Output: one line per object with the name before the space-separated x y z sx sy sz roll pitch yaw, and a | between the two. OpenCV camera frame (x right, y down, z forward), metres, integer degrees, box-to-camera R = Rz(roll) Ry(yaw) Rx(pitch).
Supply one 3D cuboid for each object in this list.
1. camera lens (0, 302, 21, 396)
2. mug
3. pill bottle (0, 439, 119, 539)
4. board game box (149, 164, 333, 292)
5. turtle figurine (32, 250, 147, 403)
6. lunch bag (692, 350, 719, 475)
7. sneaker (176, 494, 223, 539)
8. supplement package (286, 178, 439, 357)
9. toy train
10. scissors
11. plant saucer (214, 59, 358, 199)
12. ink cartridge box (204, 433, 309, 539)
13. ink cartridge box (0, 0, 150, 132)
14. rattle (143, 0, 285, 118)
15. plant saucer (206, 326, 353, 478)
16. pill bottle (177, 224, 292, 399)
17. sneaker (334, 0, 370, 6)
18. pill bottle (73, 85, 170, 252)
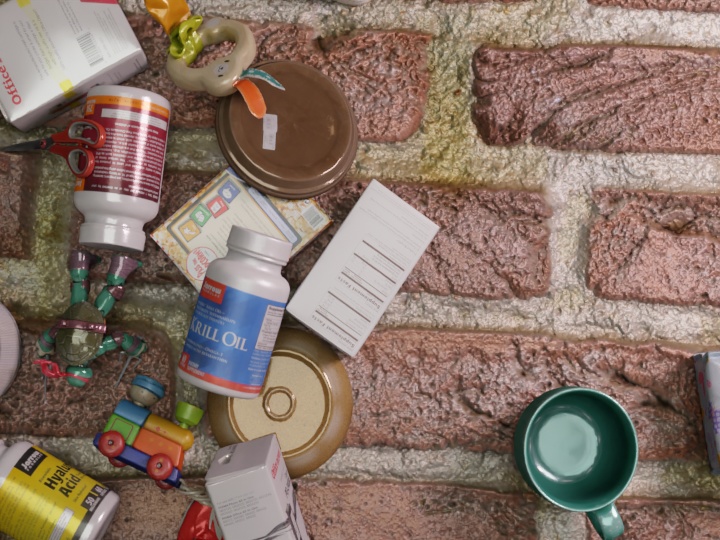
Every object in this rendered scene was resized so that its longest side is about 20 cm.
camera lens | -0.520 0.099 1.445 0.157 0.200 0.163 0 86 -2
mug | 0.272 0.245 1.507 0.149 0.114 0.189 9 86 -2
pill bottle | -0.417 0.289 1.479 0.198 0.111 0.113 29 85 0
board game box | -0.157 -0.055 1.548 0.199 0.046 0.152 -41 88 -4
turtle figurine | -0.351 0.079 1.510 0.147 0.101 0.204 10 80 -1
lunch bag | 0.552 0.179 1.519 0.196 0.127 0.173 -9 84 7
sneaker | -0.216 0.384 1.492 0.076 0.085 0.203 20 85 -1
supplement package | 0.000 0.000 1.516 0.109 0.114 0.201 34 84 -1
toy train | -0.235 0.224 1.504 0.197 0.085 0.117 23 72 7
scissors | -0.401 -0.171 1.509 0.198 0.014 0.074 18 96 37
plant saucer | -0.094 -0.193 1.538 0.196 0.029 0.204 5 71 -16
ink cartridge box | -0.119 0.324 1.452 0.082 0.145 0.203 -17 97 2
ink cartridge box | -0.402 -0.297 1.539 0.198 0.083 0.147 -28 87 -4
rattle | -0.187 -0.297 1.485 0.128 0.200 0.145 -19 130 -20
plant saucer | -0.107 0.176 1.538 0.196 0.035 0.204 0 86 -2
pill bottle | -0.153 0.051 1.464 0.110 0.112 0.203 16 91 -1
sneaker | -0.072 -0.410 1.559 0.196 0.088 0.077 5 87 0
pill bottle | -0.314 -0.131 1.515 0.111 0.113 0.204 6 85 -2
